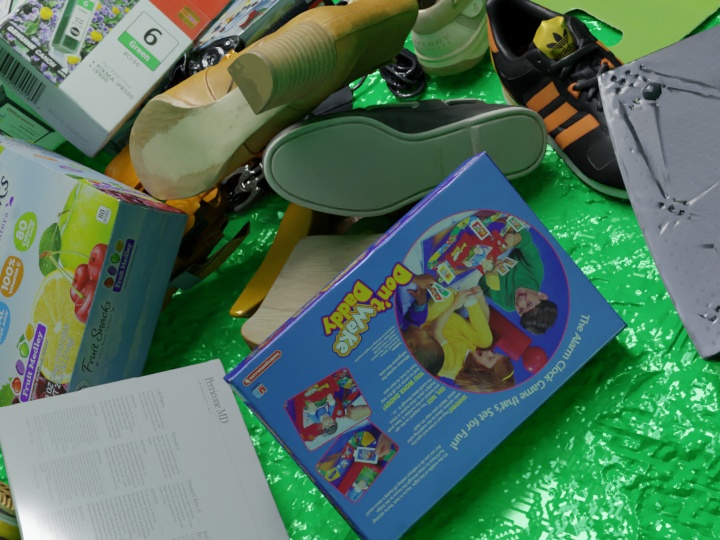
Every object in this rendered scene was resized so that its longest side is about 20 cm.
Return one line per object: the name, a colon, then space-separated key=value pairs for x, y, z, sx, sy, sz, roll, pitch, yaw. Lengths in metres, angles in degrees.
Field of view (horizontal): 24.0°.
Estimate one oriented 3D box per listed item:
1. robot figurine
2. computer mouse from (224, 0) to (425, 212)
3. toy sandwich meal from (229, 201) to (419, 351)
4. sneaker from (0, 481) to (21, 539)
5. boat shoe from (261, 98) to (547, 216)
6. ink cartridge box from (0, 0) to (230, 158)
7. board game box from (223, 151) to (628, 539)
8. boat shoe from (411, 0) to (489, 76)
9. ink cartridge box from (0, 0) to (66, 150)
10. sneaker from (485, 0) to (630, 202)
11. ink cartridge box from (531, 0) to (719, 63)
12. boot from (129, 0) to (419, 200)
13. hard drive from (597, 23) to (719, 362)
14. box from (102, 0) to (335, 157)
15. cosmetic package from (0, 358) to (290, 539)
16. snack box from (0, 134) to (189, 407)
robot figurine: x=-0.115 y=-0.070 z=1.201 sx=0.200 sy=0.058 sz=0.145 roll=-46 pitch=57 yaw=6
computer mouse: x=-0.059 y=-0.137 z=1.280 sx=0.199 sy=0.046 sz=0.141 roll=-33 pitch=44 yaw=1
toy sandwich meal: x=0.000 y=0.000 z=1.102 sx=0.203 sy=0.070 sz=0.206 roll=-17 pitch=45 yaw=17
sneaker: x=-0.292 y=0.164 z=1.127 sx=0.199 sy=0.075 sz=0.091 roll=17 pitch=77 yaw=52
boat shoe: x=0.025 y=-0.076 z=1.101 sx=0.198 sy=0.068 sz=0.057 roll=-8 pitch=15 yaw=-21
ink cartridge box: x=-0.175 y=-0.190 z=1.248 sx=0.200 sy=0.109 sz=0.050 roll=-53 pitch=8 yaw=-32
board game box: x=0.038 y=0.048 z=0.990 sx=0.200 sy=0.135 sz=0.045 roll=-41 pitch=4 yaw=-9
boat shoe: x=0.078 y=-0.232 z=1.267 sx=0.072 sy=0.065 sz=0.201 roll=-5 pitch=44 yaw=28
ink cartridge box: x=-0.272 y=-0.158 z=1.358 sx=0.199 sy=0.084 sz=0.146 roll=-31 pitch=35 yaw=29
sneaker: x=0.144 y=-0.119 z=1.109 sx=0.070 sy=0.090 sz=0.200 roll=-39 pitch=43 yaw=-7
ink cartridge box: x=0.204 y=-0.239 z=1.193 sx=0.200 sy=0.076 sz=0.148 roll=-41 pitch=43 yaw=-10
boot: x=-0.054 y=-0.115 z=1.112 sx=0.144 sy=0.071 sz=0.201 roll=-27 pitch=-1 yaw=-40
hard drive: x=0.228 y=-0.051 z=0.997 sx=0.134 sy=0.042 sz=0.201 roll=-22 pitch=61 yaw=12
box: x=-0.125 y=-0.162 z=1.322 sx=0.200 sy=0.040 sz=0.137 roll=-42 pitch=27 yaw=-8
cosmetic package: x=-0.130 y=0.148 z=1.020 sx=0.149 sy=0.052 sz=0.201 roll=-13 pitch=41 yaw=-12
snack box: x=-0.223 y=0.009 z=1.177 sx=0.199 sy=0.067 sz=0.170 roll=23 pitch=99 yaw=44
